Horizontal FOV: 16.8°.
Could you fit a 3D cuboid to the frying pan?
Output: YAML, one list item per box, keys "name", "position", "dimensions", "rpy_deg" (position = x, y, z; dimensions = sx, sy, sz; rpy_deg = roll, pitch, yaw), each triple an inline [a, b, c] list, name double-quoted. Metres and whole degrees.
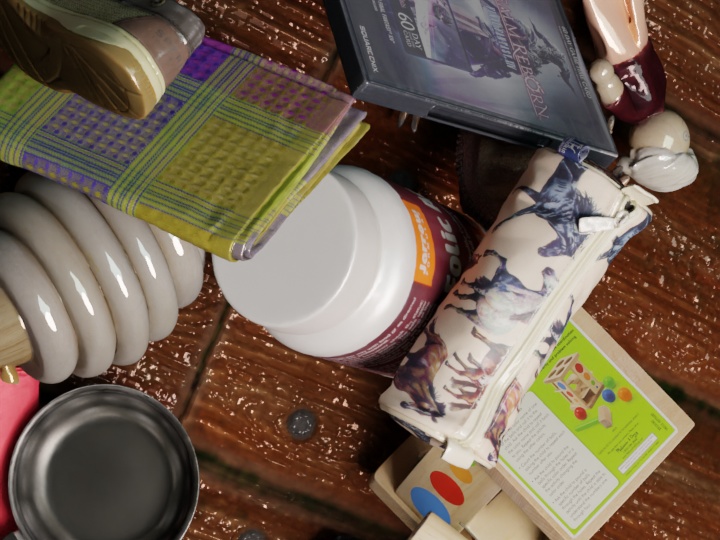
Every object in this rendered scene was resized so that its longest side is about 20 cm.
- name: "frying pan"
  position: [-0.172, 0.158, 1.450]
  dimensions: [0.115, 0.031, 0.191]
  rpy_deg: [33, 87, 5]

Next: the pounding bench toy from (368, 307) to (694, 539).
- name: "pounding bench toy"
  position: [0.079, 0.140, 1.533]
  dimensions: [0.124, 0.156, 0.200]
  rpy_deg: [45, 59, 5]

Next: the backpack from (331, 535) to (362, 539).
- name: "backpack"
  position: [0.034, 0.261, 1.579]
  dimensions: [0.200, 0.126, 0.167]
  rpy_deg: [37, 84, -27]

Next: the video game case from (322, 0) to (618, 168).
- name: "video game case"
  position: [0.060, -0.141, 1.479]
  dimensions: [0.199, 0.144, 0.019]
  rpy_deg: [12, 137, -36]

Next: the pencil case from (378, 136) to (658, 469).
- name: "pencil case"
  position: [0.090, 0.023, 1.423]
  dimensions: [0.078, 0.089, 0.201]
  rpy_deg: [36, 81, -17]

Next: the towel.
- name: "towel"
  position: [-0.111, -0.081, 1.379]
  dimensions: [0.144, 0.199, 0.023]
  rpy_deg: [-53, 156, -37]

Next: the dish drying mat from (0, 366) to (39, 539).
- name: "dish drying mat"
  position: [-0.232, 0.155, 1.464]
  dimensions: [0.076, 0.018, 0.202]
  rpy_deg: [-2, 102, -31]

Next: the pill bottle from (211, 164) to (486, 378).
- name: "pill bottle"
  position: [0.000, 0.000, 1.466]
  dimensions: [0.200, 0.114, 0.115]
  rpy_deg: [19, 90, -62]

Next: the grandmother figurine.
- name: "grandmother figurine"
  position: [0.173, -0.142, 1.592]
  dimensions: [0.121, 0.060, 0.201]
  rpy_deg: [-46, 120, -51]

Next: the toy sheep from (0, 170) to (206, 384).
- name: "toy sheep"
  position: [-0.157, -0.005, 1.408]
  dimensions: [0.199, 0.138, 0.139]
  rpy_deg: [-35, 115, -20]

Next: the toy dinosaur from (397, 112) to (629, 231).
- name: "toy dinosaur"
  position: [0.087, -0.075, 1.534]
  dimensions: [0.135, 0.086, 0.201]
  rpy_deg: [17, 48, -29]

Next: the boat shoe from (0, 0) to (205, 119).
- name: "boat shoe"
  position: [-0.152, -0.138, 1.346]
  dimensions: [0.065, 0.200, 0.074]
  rpy_deg: [-37, 131, -19]
